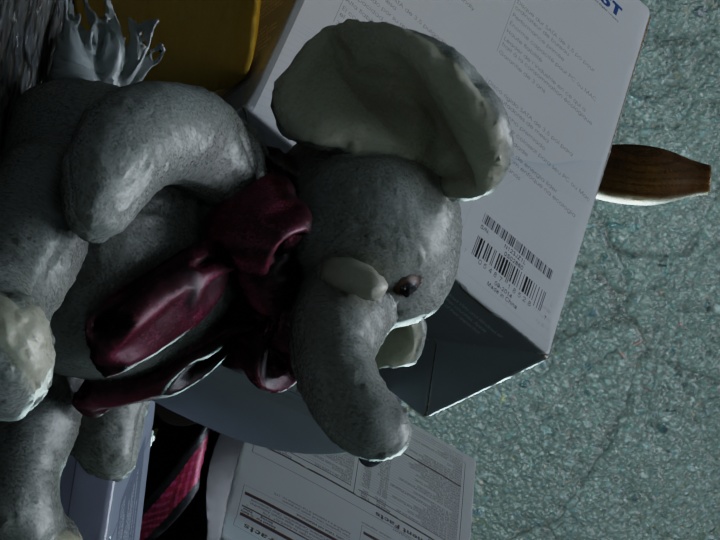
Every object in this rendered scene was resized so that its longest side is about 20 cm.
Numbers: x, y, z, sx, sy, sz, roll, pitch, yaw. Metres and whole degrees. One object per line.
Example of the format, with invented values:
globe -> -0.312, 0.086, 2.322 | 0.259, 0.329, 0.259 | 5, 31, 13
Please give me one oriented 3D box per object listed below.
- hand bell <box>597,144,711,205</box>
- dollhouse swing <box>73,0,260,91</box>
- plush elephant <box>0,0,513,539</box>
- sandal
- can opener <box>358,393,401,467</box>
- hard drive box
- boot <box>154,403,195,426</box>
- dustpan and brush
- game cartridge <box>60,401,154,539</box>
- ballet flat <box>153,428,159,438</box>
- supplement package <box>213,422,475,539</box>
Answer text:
hand bell -> 0.088, -0.056, 1.208 | 0.104, 0.199, 0.105 | 3, 90, -85
dollhouse swing -> -0.002, -0.167, 0.836 | 0.200, 0.175, 0.182 | -82, 180, -51
plush elephant -> -0.037, 0.002, 0.706 | 0.165, 0.154, 0.201 | 98, 1, -52
sandal -> -0.094, 0.092, 1.127 | 0.075, 0.045, 0.201 | 32, -71, 46
can opener -> 0.000, 0.000, 1.100 | 0.063, 0.078, 0.201 | 35, -51, 47
hard drive box -> 0.021, -0.071, 0.892 | 0.077, 0.156, 0.201 | -29, -151, 44
boot -> -0.079, -0.033, 1.033 | 0.147, 0.070, 0.201 | -90, -173, -48
dustpan and brush -> -0.055, 0.033, 0.895 | 0.200, 0.139, 0.057 | 120, -6, -72
game cartridge -> -0.117, 0.142, 0.928 | 0.133, 0.040, 0.201 | -90, -172, -69
ballet flat -> -0.101, 0.048, 1.232 | 0.200, 0.057, 0.067 | 108, -32, -60
supplement package -> -0.039, 0.176, 1.262 | 0.152, 0.150, 0.200 | -55, -168, 26
